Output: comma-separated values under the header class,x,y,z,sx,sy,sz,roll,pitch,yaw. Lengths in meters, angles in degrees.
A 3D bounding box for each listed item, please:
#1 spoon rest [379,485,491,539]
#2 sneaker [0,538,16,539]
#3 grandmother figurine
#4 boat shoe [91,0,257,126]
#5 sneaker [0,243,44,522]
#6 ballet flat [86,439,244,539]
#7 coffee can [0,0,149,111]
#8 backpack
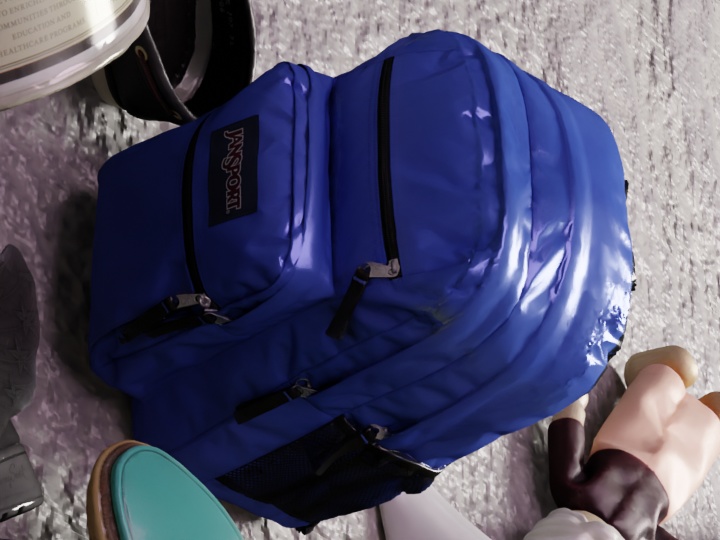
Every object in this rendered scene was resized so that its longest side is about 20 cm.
class,x,y,z,sx,sy,sz,roll,pitch,yaw
spoon rest,0.044,0.124,1.126,0.099,0.061,0.201,-12,94,-56
sneaker,-0.156,0.157,0.770,0.200,0.070,0.082,-45,126,-54
grandmother figurine,0.135,0.113,1.256,0.121,0.061,0.200,40,36,8
boat shoe,-0.082,-0.152,1.010,0.074,0.063,0.202,-31,127,-38
sneaker,-0.170,0.046,0.850,0.200,0.060,0.104,-7,78,-62
ballet flat,-0.055,0.158,0.946,0.200,0.063,0.069,56,42,-5
coffee can,-0.160,-0.168,0.844,0.146,0.146,0.200,-54,141,-53
backpack,0.000,0.000,0.989,0.168,0.200,0.163,26,51,-46
